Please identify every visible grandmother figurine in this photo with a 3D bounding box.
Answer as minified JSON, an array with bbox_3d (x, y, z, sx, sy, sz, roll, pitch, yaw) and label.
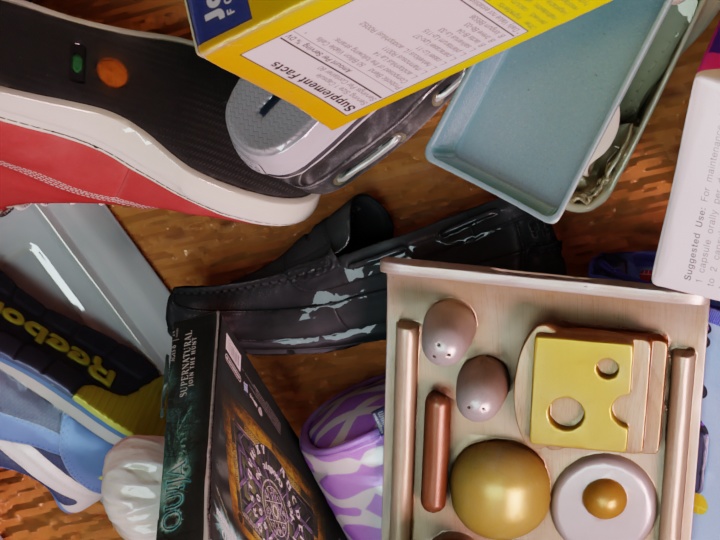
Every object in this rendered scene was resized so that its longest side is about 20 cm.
[{"bbox_3d":[-0.087,0.151,1.282,0.060,0.122,0.201,-20,140,-8],"label":"grandmother figurine"}]

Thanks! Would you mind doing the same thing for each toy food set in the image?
[{"bbox_3d":[0.076,0.092,1.175,0.142,0.060,0.201,5,114,8],"label":"toy food set"}]

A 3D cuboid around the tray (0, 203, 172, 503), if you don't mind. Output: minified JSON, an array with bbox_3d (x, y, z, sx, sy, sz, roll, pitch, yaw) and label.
[{"bbox_3d":[-0.137,0.038,1.317,0.107,0.022,0.200,-29,105,28],"label":"tray"}]

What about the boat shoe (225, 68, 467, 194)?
[{"bbox_3d":[0.028,-0.113,1.164,0.200,0.071,0.072,-39,60,11],"label":"boat shoe"}]

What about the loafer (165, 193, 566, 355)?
[{"bbox_3d":[0.000,0.000,1.235,0.199,0.068,0.071,-7,93,25],"label":"loafer"}]

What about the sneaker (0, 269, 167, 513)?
[{"bbox_3d":[-0.188,0.046,1.283,0.199,0.074,0.082,35,123,-1],"label":"sneaker"}]

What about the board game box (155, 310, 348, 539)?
[{"bbox_3d":[-0.039,0.134,1.231,0.028,0.136,0.200,-15,133,16],"label":"board game box"}]

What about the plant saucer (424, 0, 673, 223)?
[{"bbox_3d":[0.100,-0.120,1.093,0.070,0.019,0.201,29,94,29],"label":"plant saucer"}]

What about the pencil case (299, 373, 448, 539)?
[{"bbox_3d":[0.045,0.137,1.281,0.085,0.084,0.201,-31,109,-15],"label":"pencil case"}]

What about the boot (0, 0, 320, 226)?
[{"bbox_3d":[-0.127,-0.049,1.240,0.199,0.073,0.144,19,145,-20],"label":"boot"}]

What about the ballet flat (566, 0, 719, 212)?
[{"bbox_3d":[0.119,-0.111,1.138,0.069,0.070,0.201,23,120,5],"label":"ballet flat"}]

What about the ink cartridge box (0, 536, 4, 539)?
[{"bbox_3d":[-0.185,0.254,1.368,0.084,0.146,0.200,-29,104,27],"label":"ink cartridge box"}]

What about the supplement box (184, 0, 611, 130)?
[{"bbox_3d":[0.033,-0.155,1.063,0.199,0.109,0.110,-23,67,22],"label":"supplement box"}]

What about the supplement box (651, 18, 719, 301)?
[{"bbox_3d":[0.234,-0.033,1.121,0.199,0.101,0.104,13,119,10],"label":"supplement box"}]

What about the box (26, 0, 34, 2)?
[{"bbox_3d":[-0.184,-0.145,1.218,0.199,0.050,0.076,-30,93,28],"label":"box"}]

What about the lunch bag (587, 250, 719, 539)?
[{"bbox_3d":[0.181,0.074,1.212,0.199,0.094,0.151,11,119,26],"label":"lunch bag"}]
